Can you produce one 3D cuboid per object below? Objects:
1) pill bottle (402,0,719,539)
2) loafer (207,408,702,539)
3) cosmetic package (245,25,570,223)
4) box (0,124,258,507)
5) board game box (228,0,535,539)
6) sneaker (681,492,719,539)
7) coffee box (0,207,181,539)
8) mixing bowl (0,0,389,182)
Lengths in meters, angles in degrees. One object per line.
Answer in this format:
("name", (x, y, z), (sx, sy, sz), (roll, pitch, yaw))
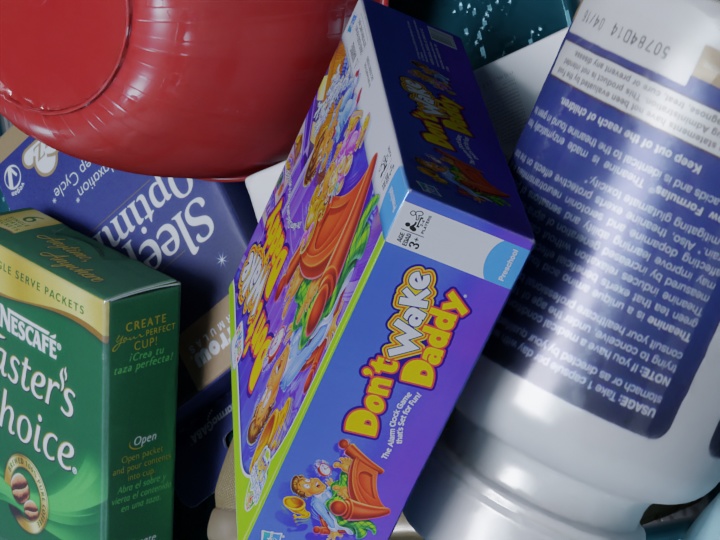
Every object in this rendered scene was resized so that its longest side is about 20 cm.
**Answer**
("pill bottle", (0.090, 0.008, 0.690), (0.110, 0.111, 0.202), (30, 100, 32))
("loafer", (0.035, 0.073, 0.790), (0.198, 0.076, 0.068), (-5, 84, 8))
("cosmetic package", (0.050, -0.032, 0.818), (0.199, 0.050, 0.083), (-22, 79, 35))
("box", (-0.092, -0.004, 0.938), (0.121, 0.032, 0.201), (-38, 71, 31))
("board game box", (0.000, 0.000, 0.719), (0.200, 0.044, 0.135), (-101, 33, -66))
("sneaker", (0.148, 0.116, 0.659), (0.082, 0.073, 0.200), (-60, 19, 13))
("coffee box", (-0.135, 0.083, 0.930), (0.122, 0.044, 0.202), (26, 119, 44))
("mixing bowl", (-0.098, -0.122, 0.827), (0.198, 0.108, 0.202), (11, 111, 30))
